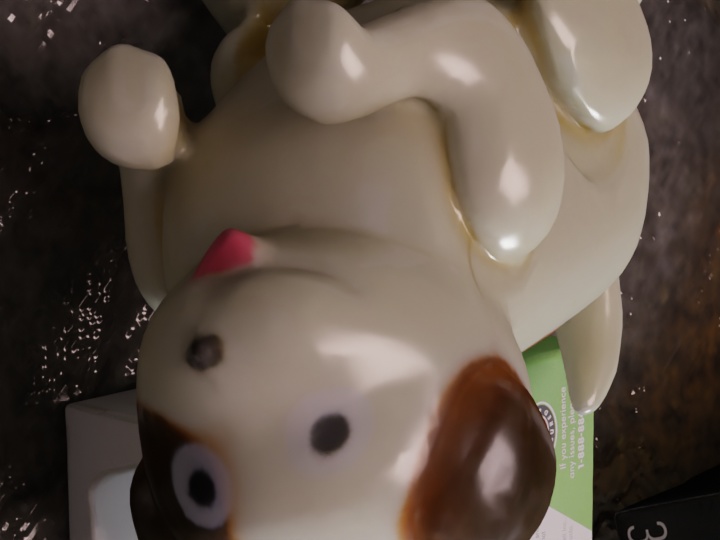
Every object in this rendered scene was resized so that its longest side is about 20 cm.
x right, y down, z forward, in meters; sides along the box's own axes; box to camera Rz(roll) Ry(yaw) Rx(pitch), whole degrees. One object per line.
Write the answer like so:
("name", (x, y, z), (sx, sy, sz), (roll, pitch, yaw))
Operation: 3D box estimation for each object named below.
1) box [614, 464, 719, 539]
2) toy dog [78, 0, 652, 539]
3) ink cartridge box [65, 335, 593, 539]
("box", (0.196, 0.153, 0.995), (0.124, 0.148, 0.200), (-15, 90, -56))
("toy dog", (0.000, 0.000, 0.781), (0.200, 0.139, 0.194), (-69, 148, -45))
("ink cartridge box", (-0.021, 0.087, 0.867), (0.200, 0.067, 0.117), (-11, 105, -44))
